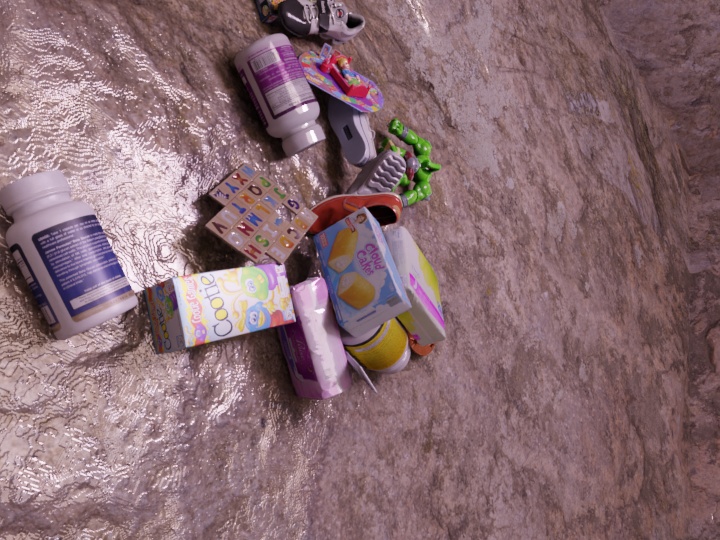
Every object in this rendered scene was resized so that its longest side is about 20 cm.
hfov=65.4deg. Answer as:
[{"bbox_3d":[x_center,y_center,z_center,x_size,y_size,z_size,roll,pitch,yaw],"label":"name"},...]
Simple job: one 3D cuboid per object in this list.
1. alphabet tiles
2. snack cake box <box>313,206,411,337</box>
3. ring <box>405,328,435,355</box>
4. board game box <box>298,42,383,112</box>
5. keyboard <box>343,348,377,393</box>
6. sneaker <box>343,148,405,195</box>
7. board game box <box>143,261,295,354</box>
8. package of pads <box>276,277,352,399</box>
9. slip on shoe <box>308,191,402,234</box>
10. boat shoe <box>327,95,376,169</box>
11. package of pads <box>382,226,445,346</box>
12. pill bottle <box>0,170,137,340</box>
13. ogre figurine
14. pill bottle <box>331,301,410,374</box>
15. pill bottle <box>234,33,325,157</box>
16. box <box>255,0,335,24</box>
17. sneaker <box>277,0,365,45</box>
[{"bbox_3d":[-0.174,-0.094,0.955,0.166,0.008,0.201,36,37,-6],"label":"alphabet tiles"},{"bbox_3d":[0.000,0.000,0.979,0.067,0.114,0.202,44,20,-49],"label":"snack cake box"},{"bbox_3d":[0.130,0.086,1.235,0.200,0.019,0.203,30,53,-51],"label":"ring"},{"bbox_3d":[-0.031,-0.407,1.162,0.198,0.039,0.159,26,40,-11],"label":"board game box"},{"bbox_3d":[-0.016,0.164,1.004,0.011,0.200,0.056,-39,107,-8],"label":"keyboard"},{"bbox_3d":[0.014,-0.158,1.129,0.075,0.200,0.082,39,17,-25],"label":"sneaker"},{"bbox_3d":[-0.217,0.056,0.885,0.199,0.102,0.106,-10,86,-45],"label":"board game box"},{"bbox_3d":[-0.088,0.118,0.978,0.075,0.120,0.203,-16,90,-32],"label":"package of pads"},{"bbox_3d":[-0.016,-0.105,1.073,0.062,0.197,0.075,-93,173,-54],"label":"slip on shoe"},{"bbox_3d":[-0.005,-0.296,1.188,0.086,0.074,0.204,21,43,-54],"label":"boat shoe"},{"bbox_3d":[0.099,0.030,1.085,0.200,0.067,0.156,51,27,-45],"label":"package of pads"},{"bbox_3d":[-0.387,-0.022,0.737,0.111,0.110,0.202,-31,101,-43],"label":"pill bottle"},{"bbox_3d":[0.113,-0.233,1.285,0.119,0.098,0.203,4,65,-31],"label":"ogre figurine"},{"bbox_3d":[0.024,0.122,1.067,0.200,0.111,0.114,52,46,-50],"label":"pill bottle"},{"bbox_3d":[-0.144,-0.321,1.047,0.112,0.112,0.202,-35,104,-43],"label":"pill bottle"},{"bbox_3d":[-0.139,-0.584,1.171,0.199,0.037,0.138,-19,93,-45],"label":"box"},{"bbox_3d":[-0.074,-0.516,1.133,0.198,0.088,0.075,-11,92,-44],"label":"sneaker"}]
